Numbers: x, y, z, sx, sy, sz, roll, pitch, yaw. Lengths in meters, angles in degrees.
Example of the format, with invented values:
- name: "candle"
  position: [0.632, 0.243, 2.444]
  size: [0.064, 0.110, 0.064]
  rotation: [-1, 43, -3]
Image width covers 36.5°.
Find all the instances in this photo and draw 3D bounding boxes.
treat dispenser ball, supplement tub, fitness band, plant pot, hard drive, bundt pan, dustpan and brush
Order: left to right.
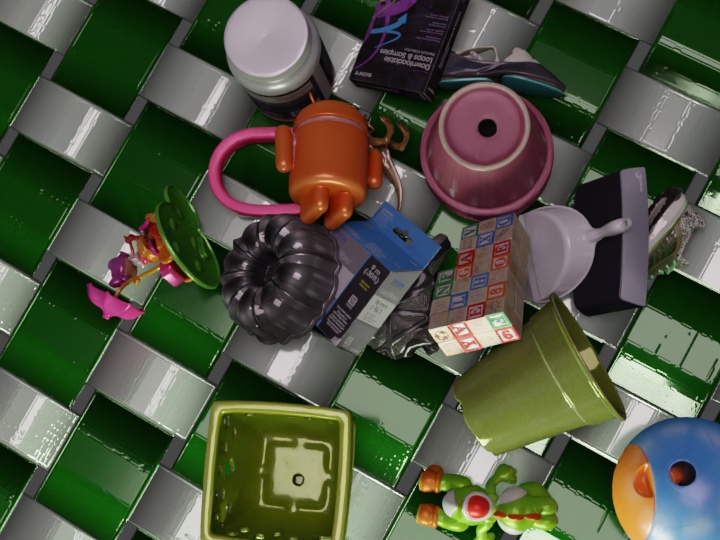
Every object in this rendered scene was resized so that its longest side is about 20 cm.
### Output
- name: "bundt pan"
  position: [-0.129, 0.004, 1.596]
  size: [0.202, 0.076, 0.202]
  rotation: [-16, 62, 33]
- name: "fitness band"
  position: [-0.136, -0.151, 1.689]
  size: [0.200, 0.037, 0.144]
  rotation: [0, 81, 7]
- name: "supplement tub"
  position: [-0.120, -0.314, 1.629]
  size: [0.140, 0.200, 0.141]
  rotation: [-1, 80, 7]
- name: "plant pot"
  position: [-0.103, 0.291, 1.539]
  size: [0.199, 0.181, 0.200]
  rotation: [4, 81, 8]
- name: "plant pot"
  position: [0.181, -0.185, 1.580]
  size: [0.200, 0.179, 0.200]
  rotation: [-1, 80, 8]
- name: "plant pot"
  position: [0.239, 0.165, 1.526]
  size: [0.190, 0.200, 0.200]
  rotation: [-32, 78, 14]
- name: "dustpan and brush"
  position: [0.307, -0.041, 1.554]
  size: [0.057, 0.200, 0.140]
  rotation: [-5, 78, -24]
- name: "hard drive"
  position: [0.352, -0.041, 1.557]
  size: [0.042, 0.135, 0.200]
  rotation: [9, 77, -27]
- name: "treat dispenser ball"
  position: [0.438, 0.296, 1.455]
  size: [0.200, 0.201, 0.201]
  rotation: [-1, 81, 7]

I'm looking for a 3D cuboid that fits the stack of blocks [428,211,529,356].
- name: "stack of blocks"
  position: [0.171, 0.018, 1.548]
  size: [0.115, 0.059, 0.200]
  rotation: [-16, 39, 28]

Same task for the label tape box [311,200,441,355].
- name: "label tape box"
  position: [0.000, 0.000, 1.588]
  size: [0.200, 0.063, 0.144]
  rotation: [-53, 50, 7]

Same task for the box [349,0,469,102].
- name: "box"
  position: [0.079, -0.366, 1.671]
  size: [0.143, 0.036, 0.200]
  rotation: [17, 84, 32]

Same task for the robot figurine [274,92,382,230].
- name: "robot figurine"
  position: [-0.044, -0.162, 1.590]
  size: [0.144, 0.117, 0.200]
  rotation: [-4, 66, 12]

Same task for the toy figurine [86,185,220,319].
- name: "toy figurine"
  position: [-0.333, -0.011, 1.654]
  size: [0.184, 0.150, 0.200]
  rotation: [-31, 46, 14]

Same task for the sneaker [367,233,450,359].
- name: "sneaker"
  position: [0.095, 0.048, 1.608]
  size: [0.114, 0.076, 0.200]
  rotation: [34, 90, 10]

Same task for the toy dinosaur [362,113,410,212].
- name: "toy dinosaur"
  position: [0.032, -0.176, 1.670]
  size: [0.200, 0.060, 0.106]
  rotation: [48, 116, 15]

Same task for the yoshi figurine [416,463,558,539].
- name: "yoshi figurine"
  position: [0.188, 0.333, 1.553]
  size: [0.200, 0.113, 0.112]
  rotation: [4, 40, 22]

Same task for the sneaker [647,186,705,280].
- name: "sneaker"
  position: [0.433, -0.017, 1.579]
  size: [0.089, 0.077, 0.200]
  rotation: [32, 94, -9]

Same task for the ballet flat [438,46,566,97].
- name: "ballet flat"
  position: [0.213, -0.306, 1.652]
  size: [0.200, 0.073, 0.073]
  rotation: [6, 82, 11]
